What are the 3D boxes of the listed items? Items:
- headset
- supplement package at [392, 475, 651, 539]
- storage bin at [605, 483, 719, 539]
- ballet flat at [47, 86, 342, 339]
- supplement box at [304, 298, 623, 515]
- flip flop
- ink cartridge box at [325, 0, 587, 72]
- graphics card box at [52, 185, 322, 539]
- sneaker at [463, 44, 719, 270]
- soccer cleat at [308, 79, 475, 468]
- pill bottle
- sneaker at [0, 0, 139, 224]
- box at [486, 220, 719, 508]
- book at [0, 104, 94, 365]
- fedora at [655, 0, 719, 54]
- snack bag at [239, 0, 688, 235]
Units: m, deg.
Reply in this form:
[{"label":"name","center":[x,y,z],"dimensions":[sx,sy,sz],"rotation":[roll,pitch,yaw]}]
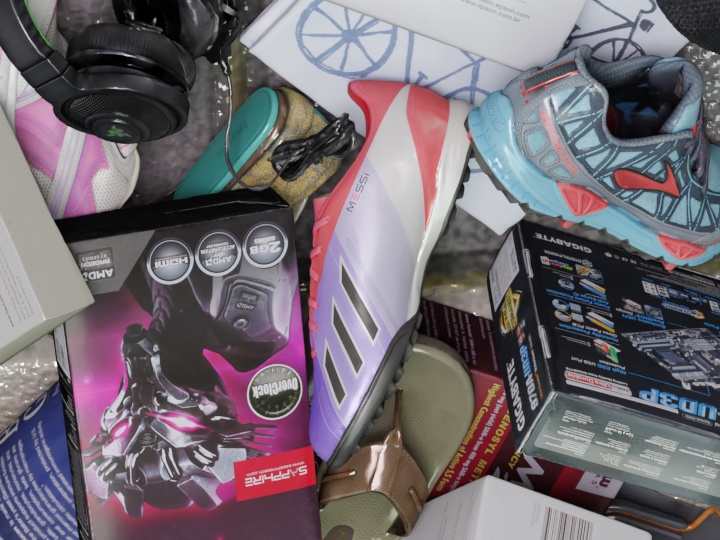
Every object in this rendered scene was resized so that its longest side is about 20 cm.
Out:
[{"label":"headset","center":[-0.092,-0.115,1.058],"dimensions":[0.200,0.124,0.094],"rotation":[44,143,-24]},{"label":"supplement package","center":[0.060,0.204,1.242],"dimensions":[0.113,0.110,0.200],"rotation":[22,154,-21]},{"label":"storage bin","center":[0.207,0.230,1.311],"dimensions":[0.199,0.135,0.146],"rotation":[21,120,-18]},{"label":"ballet flat","center":[-0.087,-0.016,1.169],"dimensions":[0.071,0.071,0.200],"rotation":[38,113,-25]},{"label":"supplement box","center":[0.056,0.085,1.248],"dimensions":[0.199,0.061,0.109],"rotation":[17,121,-16]},{"label":"flip flop","center":[0.004,0.122,1.194],"dimensions":[0.081,0.058,0.200],"rotation":[21,115,-17]},{"label":"ink cartridge box","center":[0.044,-0.211,1.037],"dimensions":[0.196,0.043,0.200],"rotation":[18,116,-18]},{"label":"graphics card box","center":[-0.090,0.064,1.115],"dimensions":[0.125,0.051,0.201],"rotation":[-9,108,-15]},{"label":"sneaker","center":[0.151,-0.061,1.110],"dimensions":[0.200,0.080,0.096],"rotation":[11,138,-43]},{"label":"soccer cleat","center":[0.000,0.000,1.114],"dimensions":[0.073,0.068,0.201],"rotation":[19,85,-5]},{"label":"pill bottle","center":[-0.163,0.130,1.232],"dimensions":[0.111,0.111,0.200],"rotation":[38,113,-25]},{"label":"sneaker","center":[-0.159,-0.073,1.118],"dimensions":[0.088,0.081,0.201],"rotation":[-9,115,-25]},{"label":"box","center":[0.174,0.058,1.178],"dimensions":[0.199,0.159,0.046],"rotation":[16,123,-15]},{"label":"book","center":[-0.227,-0.003,1.098],"dimensions":[0.200,0.048,0.134],"rotation":[-30,84,45]},{"label":"fedora","center":[0.205,-0.158,1.063],"dimensions":[0.091,0.201,0.201],"rotation":[-6,134,45]},{"label":"snack bag","center":[0.069,-0.135,1.125],"dimensions":[0.188,0.021,0.200],"rotation":[34,112,-24]}]
